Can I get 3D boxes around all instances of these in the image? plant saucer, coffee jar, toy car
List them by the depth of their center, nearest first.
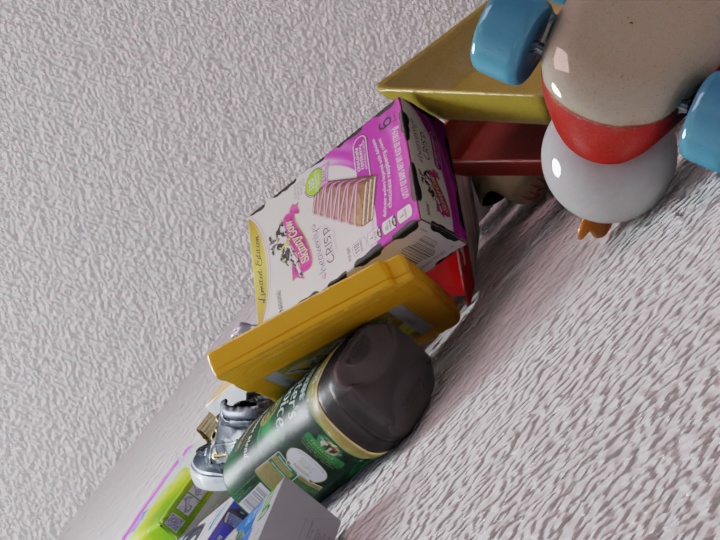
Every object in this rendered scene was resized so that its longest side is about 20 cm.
[{"bbox_3d":[0.184,-0.110,1.146,0.177,0.184,0.200,-53,-21,-34],"label":"toy car"},{"bbox_3d":[-0.026,0.126,1.347,0.200,0.085,0.104,-43,9,43],"label":"coffee jar"},{"bbox_3d":[0.147,-0.181,1.407,0.200,0.049,0.200,-40,31,-30],"label":"plant saucer"},{"bbox_3d":[0.178,-0.144,1.432,0.199,0.037,0.200,2,43,40],"label":"plant saucer"}]

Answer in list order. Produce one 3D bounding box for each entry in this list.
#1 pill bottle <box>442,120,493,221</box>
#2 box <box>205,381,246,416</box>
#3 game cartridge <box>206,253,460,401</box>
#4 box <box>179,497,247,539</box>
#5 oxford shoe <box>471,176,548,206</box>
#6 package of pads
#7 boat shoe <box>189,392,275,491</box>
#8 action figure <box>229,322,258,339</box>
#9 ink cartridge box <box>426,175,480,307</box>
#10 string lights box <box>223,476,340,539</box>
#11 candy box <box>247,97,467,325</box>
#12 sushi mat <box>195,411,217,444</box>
[{"bbox_3d":[0.143,-0.147,1.671,0.200,0.114,0.114,-49,6,2],"label":"pill bottle"},{"bbox_3d":[-0.035,0.074,1.623,0.152,0.106,0.200,-42,10,49],"label":"box"},{"bbox_3d":[-0.016,0.055,1.367,0.176,0.033,0.200,-28,-15,9],"label":"game cartridge"},{"bbox_3d":[-0.161,0.284,1.554,0.200,0.041,0.119,-46,7,46],"label":"box"},{"bbox_3d":[0.168,-0.100,1.525,0.070,0.074,0.200,-4,-2,-26],"label":"oxford shoe"},{"bbox_3d":[-0.174,0.243,1.758,0.155,0.068,0.200,-54,8,-27],"label":"package of pads"},{"bbox_3d":[-0.110,0.154,1.542,0.071,0.091,0.200,-19,7,-29],"label":"boat shoe"},{"bbox_3d":[-0.063,0.110,1.807,0.148,0.135,0.200,-8,21,-4],"label":"action figure"},{"bbox_3d":[0.066,-0.048,1.522,0.067,0.117,0.200,-9,20,10],"label":"ink cartridge box"},{"bbox_3d":[-0.105,0.257,1.236,0.200,0.059,0.103,-47,8,24],"label":"string lights box"},{"bbox_3d":[-0.008,-0.035,1.416,0.200,0.061,0.137,-37,45,32],"label":"candy box"},{"bbox_3d":[-0.082,0.126,1.694,0.012,0.096,0.200,-20,27,52],"label":"sushi mat"}]
